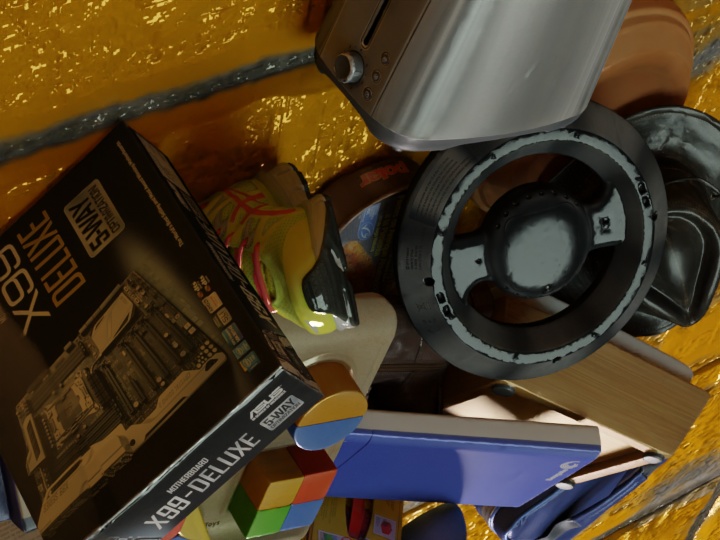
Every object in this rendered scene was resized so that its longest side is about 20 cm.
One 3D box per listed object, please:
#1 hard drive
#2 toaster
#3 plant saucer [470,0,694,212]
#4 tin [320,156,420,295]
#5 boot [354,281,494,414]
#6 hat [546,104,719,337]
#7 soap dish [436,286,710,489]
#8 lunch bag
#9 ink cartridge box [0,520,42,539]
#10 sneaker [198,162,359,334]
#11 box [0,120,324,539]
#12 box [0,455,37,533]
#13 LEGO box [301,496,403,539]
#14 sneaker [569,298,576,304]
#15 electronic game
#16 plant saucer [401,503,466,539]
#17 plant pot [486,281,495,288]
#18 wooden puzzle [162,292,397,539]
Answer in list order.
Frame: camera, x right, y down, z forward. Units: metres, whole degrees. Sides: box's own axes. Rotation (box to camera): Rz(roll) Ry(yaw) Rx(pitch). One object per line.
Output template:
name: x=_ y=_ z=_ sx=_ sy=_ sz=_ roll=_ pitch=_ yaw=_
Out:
hard drive: x=0.054 y=0.137 z=1.200 sx=0.199 sy=0.026 sz=0.132 roll=6 pitch=153 yaw=-24
toaster: x=0.078 y=-0.152 z=0.948 sx=0.199 sy=0.114 sz=0.130 roll=-11 pitch=140 yaw=-36
plant saucer: x=0.162 y=-0.107 z=1.188 sx=0.199 sy=0.038 sz=0.201 roll=-28 pitch=151 yaw=-17
tin: x=0.000 y=0.000 z=1.164 sx=0.111 sy=0.042 sz=0.201 roll=-17 pitch=146 yaw=-25
boot: x=-0.019 y=0.079 z=1.159 sx=0.199 sy=0.064 sz=0.187 roll=-8 pitch=134 yaw=-43
hat: x=0.219 y=-0.014 z=1.207 sx=0.199 sy=0.081 sz=0.202 roll=-12 pitch=126 yaw=-16
soap dish: x=0.139 y=0.093 z=1.266 sx=0.199 sy=0.082 sz=0.157 roll=25 pitch=152 yaw=-25
lunch bag: x=0.191 y=0.164 z=1.518 sx=0.200 sy=0.133 sz=0.136 roll=-39 pitch=152 yaw=5
ink cartridge box: x=-0.233 y=0.227 z=1.091 sx=0.199 sy=0.174 sz=0.044 roll=-25 pitch=150 yaw=-20
sneaker: x=-0.058 y=-0.004 z=0.963 sx=0.090 sy=0.200 sz=0.079 roll=-15 pitch=106 yaw=-10
box: x=-0.132 y=0.041 z=0.901 sx=0.158 sy=0.200 sz=0.050 roll=-41 pitch=145 yaw=8
box: x=-0.161 y=0.084 z=1.035 sx=0.199 sy=0.032 sz=0.122 roll=-16 pitch=108 yaw=-27
LEGO box: x=-0.031 y=0.224 z=1.291 sx=0.077 sy=0.201 sz=0.149 roll=22 pitch=128 yaw=-12
sneaker: x=0.191 y=-0.027 z=1.288 sx=0.080 sy=0.076 sz=0.201 roll=28 pitch=93 yaw=-27
electronic game: x=0.116 y=-0.021 z=1.118 sx=0.198 sy=0.042 sz=0.202 roll=-7 pitch=112 yaw=-18
plant saucer: x=0.022 y=0.266 z=1.264 sx=0.038 sy=0.202 sz=0.202 roll=21 pitch=127 yaw=-12
plant pot: x=0.149 y=0.062 z=1.382 sx=0.199 sy=0.028 sz=0.201 roll=-18 pitch=133 yaw=-21
wooden puzzle: x=-0.074 y=0.112 z=1.033 sx=0.184 sy=0.046 sz=0.201 roll=-6 pitch=130 yaw=-36
